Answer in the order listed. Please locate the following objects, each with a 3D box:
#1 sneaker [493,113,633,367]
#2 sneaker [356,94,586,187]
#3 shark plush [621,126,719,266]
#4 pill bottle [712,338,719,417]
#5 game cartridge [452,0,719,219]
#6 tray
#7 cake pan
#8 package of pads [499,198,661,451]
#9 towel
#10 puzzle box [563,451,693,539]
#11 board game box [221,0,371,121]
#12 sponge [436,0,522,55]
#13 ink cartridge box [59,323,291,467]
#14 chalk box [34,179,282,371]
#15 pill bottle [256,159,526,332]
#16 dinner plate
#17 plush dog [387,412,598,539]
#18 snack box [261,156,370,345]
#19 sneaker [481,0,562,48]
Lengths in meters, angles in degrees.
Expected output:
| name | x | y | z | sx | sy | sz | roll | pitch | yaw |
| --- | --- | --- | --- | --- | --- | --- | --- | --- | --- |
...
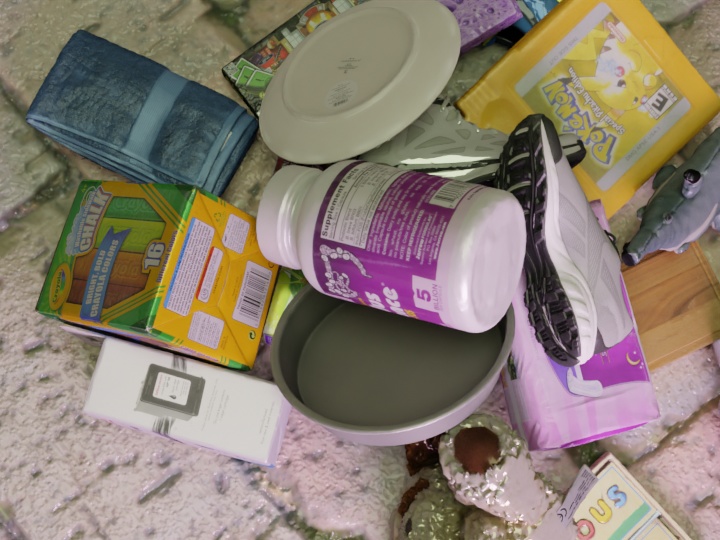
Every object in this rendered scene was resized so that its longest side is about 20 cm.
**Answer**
| name | x | y | z | sx | sy | sz | roll | pitch | yaw |
| --- | --- | --- | --- | --- | --- | --- | --- | --- | --- |
| sneaker | 0.164 | -0.028 | 0.984 | 0.079 | 0.074 | 0.202 | -14 | 88 | -27 |
| sneaker | 0.090 | -0.123 | 1.055 | 0.198 | 0.076 | 0.117 | -10 | 81 | -4 |
| shark plush | 0.274 | -0.067 | 1.073 | 0.199 | 0.084 | 0.091 | -26 | 60 | -33 |
| pill bottle | 0.374 | 0.145 | 1.051 | 0.110 | 0.111 | 0.202 | -15 | 79 | -4 |
| game cartridge | 0.206 | -0.147 | 1.116 | 0.200 | 0.032 | 0.176 | -44 | 99 | -4 |
| tray | 0.232 | 0.051 | 1.106 | 0.198 | 0.037 | 0.099 | -24 | 80 | -7 |
| cake pan | 0.027 | 0.061 | 0.981 | 0.198 | 0.037 | 0.201 | -9 | 43 | 8 |
| package of pads | 0.171 | 0.046 | 1.041 | 0.119 | 0.076 | 0.202 | -12 | 82 | -14 |
| towel | -0.201 | -0.139 | 1.129 | 0.199 | 0.049 | 0.112 | 26 | 78 | 4 |
| puzzle box | 0.192 | 0.274 | 1.064 | 0.200 | 0.025 | 0.133 | -43 | 82 | -9 |
| board game box | -0.022 | -0.207 | 1.161 | 0.199 | 0.023 | 0.105 | -38 | 84 | -8 |
| sponge | 0.061 | -0.295 | 1.132 | 0.111 | 0.030 | 0.202 | -27 | 79 | 22 |
| ink cartridge box | -0.162 | 0.109 | 1.044 | 0.198 | 0.116 | 0.067 | 15 | 79 | 2 |
| chalk box | -0.183 | 0.001 | 1.041 | 0.199 | 0.123 | 0.126 | 5 | 74 | 40 |
| pill bottle | 0.020 | -0.025 | 0.963 | 0.198 | 0.112 | 0.113 | 14 | 77 | 29 |
| dinner plate | -0.007 | -0.175 | 1.070 | 0.199 | 0.024 | 0.202 | -19 | 46 | 21 |
| plush dog | 0.092 | 0.215 | 1.009 | 0.159 | 0.171 | 0.202 | 11 | 86 | -37 |
| snack box | 0.000 | 0.000 | 1.095 | 0.198 | 0.068 | 0.170 | 16 | 78 | 0 |
| sneaker | 0.117 | -0.268 | 1.153 | 0.200 | 0.066 | 0.078 | 43 | 79 | 6 |
